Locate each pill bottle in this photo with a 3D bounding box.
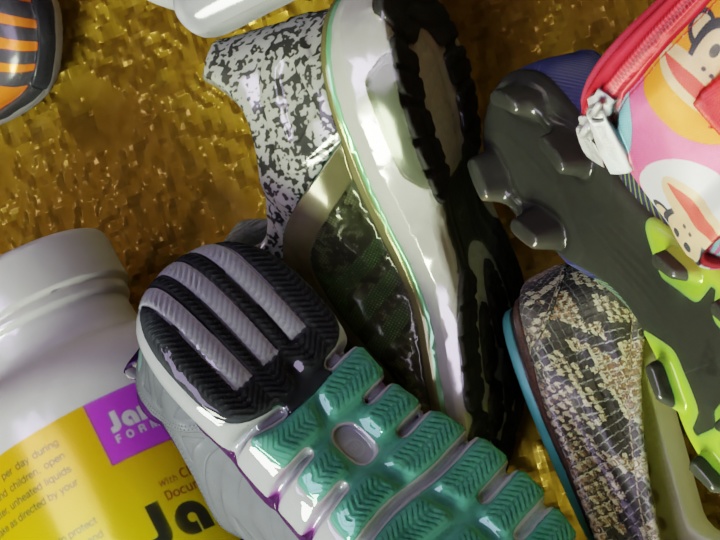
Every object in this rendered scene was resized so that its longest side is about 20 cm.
[{"bbox_3d":[-0.076,0.090,1.039,0.104,0.104,0.201,-36,76,31],"label":"pill bottle"}]

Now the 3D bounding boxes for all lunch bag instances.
[{"bbox_3d":[0.156,-0.084,0.829,0.200,0.176,0.082,-46,74,27],"label":"lunch bag"}]

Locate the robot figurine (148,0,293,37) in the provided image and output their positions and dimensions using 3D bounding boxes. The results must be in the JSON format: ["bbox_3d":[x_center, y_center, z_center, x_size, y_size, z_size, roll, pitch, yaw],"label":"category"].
[{"bbox_3d":[-0.023,-0.152,0.979,0.199,0.113,0.170,-20,44,34],"label":"robot figurine"}]

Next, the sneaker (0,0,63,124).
[{"bbox_3d":[-0.212,-0.089,1.113,0.199,0.112,0.078,8,100,33],"label":"sneaker"}]

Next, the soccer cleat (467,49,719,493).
[{"bbox_3d":[0.113,0.003,0.912,0.200,0.083,0.065,52,140,31],"label":"soccer cleat"}]

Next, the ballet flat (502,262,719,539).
[{"bbox_3d":[0.102,0.092,0.958,0.075,0.068,0.201,-15,85,18],"label":"ballet flat"}]

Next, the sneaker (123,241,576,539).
[{"bbox_3d":[0.003,0.080,0.953,0.200,0.074,0.088,50,155,8],"label":"sneaker"}]

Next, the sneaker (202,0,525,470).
[{"bbox_3d":[0.000,0.000,0.983,0.088,0.077,0.201,-5,108,23],"label":"sneaker"}]
